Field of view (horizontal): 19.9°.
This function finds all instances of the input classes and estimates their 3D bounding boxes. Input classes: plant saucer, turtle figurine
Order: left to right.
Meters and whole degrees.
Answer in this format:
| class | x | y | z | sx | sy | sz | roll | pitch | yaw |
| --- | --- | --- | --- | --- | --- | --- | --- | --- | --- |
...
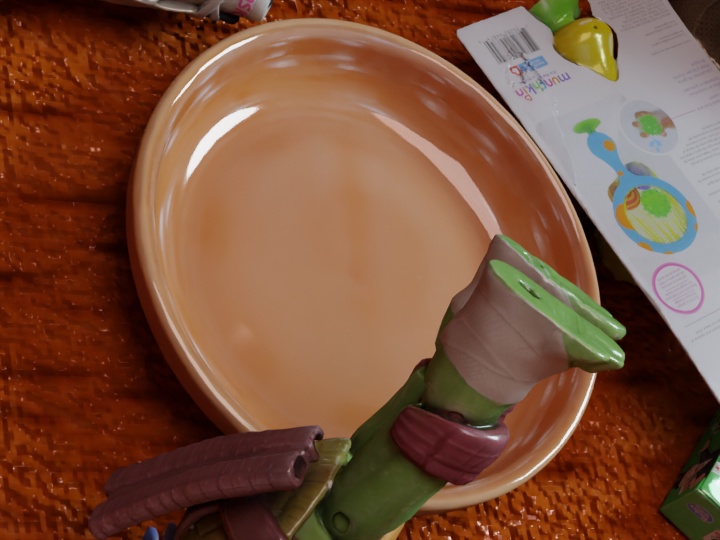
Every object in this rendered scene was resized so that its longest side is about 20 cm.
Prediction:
| class | x | y | z | sx | sy | sz | roll | pitch | yaw |
| --- | --- | --- | --- | --- | --- | --- | --- | --- | --- |
| plant saucer | 0.000 | 0.000 | 0.778 | 0.199 | 0.037 | 0.201 | 15 | 58 | -25 |
| turtle figurine | 0.027 | 0.100 | 0.654 | 0.200 | 0.194 | 0.144 | 43 | 12 | 33 |

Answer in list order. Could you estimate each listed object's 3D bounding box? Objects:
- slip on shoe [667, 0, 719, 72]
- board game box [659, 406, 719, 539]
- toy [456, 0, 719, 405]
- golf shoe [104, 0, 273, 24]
| class | x | y | z | sx | sy | sz | roll | pitch | yaw |
| --- | --- | --- | --- | --- | --- | --- | --- | --- | --- |
| slip on shoe | 0.222 | -0.068 | 0.937 | 0.200 | 0.061 | 0.076 | 44 | 51 | -5 |
| board game box | 0.230 | 0.118 | 0.865 | 0.200 | 0.029 | 0.135 | 44 | 52 | -5 |
| toy | 0.129 | -0.030 | 0.869 | 0.115 | 0.047 | 0.200 | -23 | 74 | -34 |
| golf shoe | -0.071 | -0.132 | 0.774 | 0.200 | 0.073 | 0.092 | -25 | 71 | -38 |
